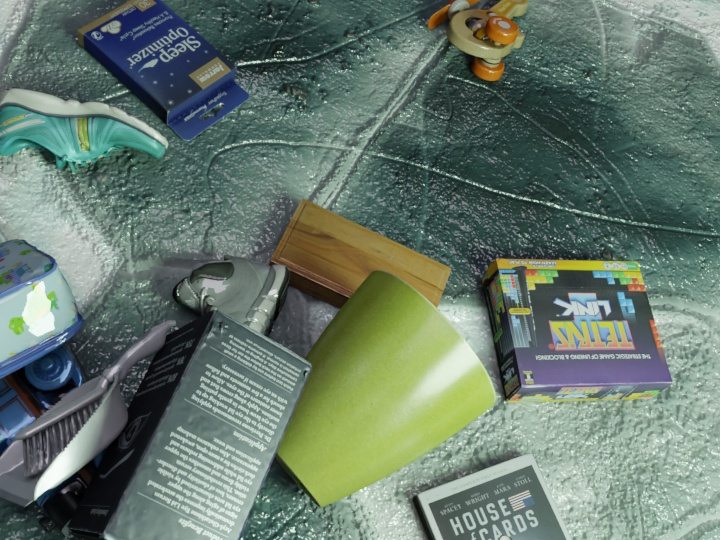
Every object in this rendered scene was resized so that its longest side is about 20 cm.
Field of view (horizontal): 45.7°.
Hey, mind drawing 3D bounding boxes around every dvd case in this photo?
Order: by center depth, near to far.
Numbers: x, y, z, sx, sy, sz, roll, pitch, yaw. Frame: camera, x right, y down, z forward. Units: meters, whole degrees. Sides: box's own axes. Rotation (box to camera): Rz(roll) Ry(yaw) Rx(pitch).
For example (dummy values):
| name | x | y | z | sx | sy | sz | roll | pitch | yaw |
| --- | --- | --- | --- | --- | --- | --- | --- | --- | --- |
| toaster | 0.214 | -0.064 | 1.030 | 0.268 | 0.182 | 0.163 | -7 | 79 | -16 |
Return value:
| name | x | y | z | sx | sy | sz | roll | pitch | yaw |
| --- | --- | --- | --- | --- | --- | --- | --- | --- | --- |
| dvd case | 0.158 | 0.307 | 0.889 | 0.149 | 0.025 | 0.201 | -13 | 67 | -23 |

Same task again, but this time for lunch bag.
| name | x | y | z | sx | sy | sz | roll | pitch | yaw |
| --- | --- | --- | --- | --- | --- | --- | --- | --- | --- |
| lunch bag | -0.359 | 0.043 | 0.797 | 0.160 | 0.199 | 0.083 | -30 | 115 | -26 |

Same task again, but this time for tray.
| name | x | y | z | sx | sy | sz | roll | pitch | yaw |
| --- | --- | --- | --- | --- | --- | --- | --- | --- | --- |
| tray | 0.000 | 0.000 | 1.009 | 0.199 | 0.037 | 0.099 | 24 | 58 | -1 |

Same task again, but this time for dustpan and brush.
| name | x | y | z | sx | sy | sz | roll | pitch | yaw |
| --- | --- | --- | --- | --- | --- | --- | --- | --- | --- |
| dustpan and brush | -0.231 | 0.113 | 0.740 | 0.199 | 0.139 | 0.058 | -34 | 104 | -35 |

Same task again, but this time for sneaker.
| name | x | y | z | sx | sy | sz | roll | pitch | yaw |
| --- | --- | --- | --- | --- | --- | --- | --- | --- | --- |
| sneaker | -0.158 | 0.063 | 0.916 | 0.115 | 0.075 | 0.201 | 19 | 49 | 2 |
| sneaker | -0.325 | -0.152 | 0.993 | 0.198 | 0.078 | 0.080 | 8 | 79 | -6 |

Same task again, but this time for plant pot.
| name | x | y | z | sx | sy | sz | roll | pitch | yaw |
| --- | --- | --- | --- | --- | --- | --- | --- | --- | --- |
| plant pot | 0.002 | 0.136 | 0.868 | 0.200 | 0.187 | 0.187 | -41 | 78 | -14 |

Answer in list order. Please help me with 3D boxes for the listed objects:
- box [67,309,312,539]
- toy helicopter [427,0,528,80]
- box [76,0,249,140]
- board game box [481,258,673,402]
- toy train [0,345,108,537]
| name | x | y | z | sx | sy | sz | roll | pitch | yaw |
| --- | --- | --- | --- | --- | --- | --- | --- | --- | --- |
| box | -0.148 | 0.153 | 0.733 | 0.104 | 0.148 | 0.201 | 32 | 65 | -19 |
| toy helicopter | 0.187 | -0.372 | 1.262 | 0.132 | 0.079 | 0.200 | 30 | 47 | 13 |
| box | -0.247 | -0.264 | 1.090 | 0.200 | 0.032 | 0.121 | 42 | 59 | 8 |
| board game box | 0.258 | 0.071 | 1.031 | 0.198 | 0.057 | 0.167 | 0 | 60 | -15 |
| toy train | -0.288 | 0.160 | 0.813 | 0.114 | 0.087 | 0.200 | -39 | 79 | -20 |
